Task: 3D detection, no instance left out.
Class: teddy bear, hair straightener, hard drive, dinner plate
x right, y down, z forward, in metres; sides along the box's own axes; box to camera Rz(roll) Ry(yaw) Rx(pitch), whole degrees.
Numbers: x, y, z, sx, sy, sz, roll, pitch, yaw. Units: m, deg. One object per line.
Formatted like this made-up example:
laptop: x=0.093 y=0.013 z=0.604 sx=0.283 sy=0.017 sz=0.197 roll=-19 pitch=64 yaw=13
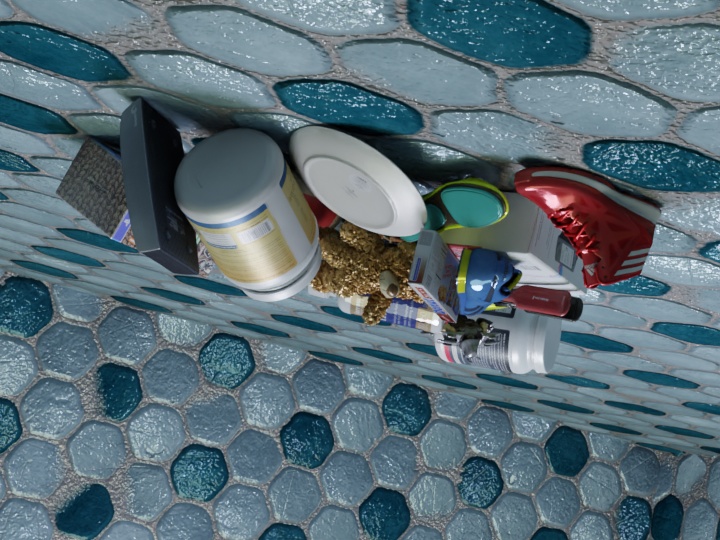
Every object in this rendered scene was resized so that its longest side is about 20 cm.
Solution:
teddy bear: x=0.000 y=0.000 z=1.649 sx=0.199 sy=0.146 sz=0.067 roll=29 pitch=-151 yaw=26
hair straightener: x=0.221 y=0.047 z=1.705 sx=0.199 sy=0.041 sz=0.077 roll=2 pitch=165 yaw=41
hard drive: x=-0.252 y=-0.100 z=1.538 sx=0.042 sy=0.201 sz=0.135 roll=-14 pitch=162 yaw=12
dinner plate: x=-0.009 y=-0.102 z=1.522 sx=0.199 sy=0.024 sz=0.200 roll=26 pitch=155 yaw=13

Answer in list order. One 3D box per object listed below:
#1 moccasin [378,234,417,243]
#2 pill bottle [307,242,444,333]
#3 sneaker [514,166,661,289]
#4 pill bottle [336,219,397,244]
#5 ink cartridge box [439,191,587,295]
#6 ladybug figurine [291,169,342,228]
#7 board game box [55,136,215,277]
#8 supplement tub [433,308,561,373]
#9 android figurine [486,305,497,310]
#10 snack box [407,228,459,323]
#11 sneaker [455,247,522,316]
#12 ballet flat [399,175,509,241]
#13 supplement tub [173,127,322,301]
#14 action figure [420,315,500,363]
moccasin: x=0.041 y=-0.076 z=1.685 sx=0.077 sy=0.074 sz=0.201 roll=2 pitch=177 yaw=11
pill bottle: x=0.031 y=0.016 z=1.758 sx=0.199 sy=0.112 sz=0.111 roll=12 pitch=169 yaw=7
sneaker: x=0.263 y=-0.045 z=1.446 sx=0.199 sy=0.116 sz=0.078 roll=16 pitch=169 yaw=-18
pill bottle: x=0.026 y=-0.015 z=1.897 sx=0.199 sy=0.107 sz=0.106 roll=19 pitch=168 yaw=-27
ink cartridge box: x=0.206 y=-0.036 z=1.638 sx=0.147 sy=0.086 sz=0.200 roll=6 pitch=168 yaw=32
ladybug figurine: x=-0.107 y=-0.096 z=1.727 sx=0.199 sy=0.072 sz=0.135 roll=22 pitch=166 yaw=-38
board game box: x=-0.307 y=-0.090 z=1.782 sx=0.159 sy=0.097 sz=0.200 roll=34 pitch=-175 yaw=40
supplement tub: x=0.240 y=0.104 z=2.157 sx=0.199 sy=0.141 sz=0.140 roll=9 pitch=168 yaw=22
android figurine: x=0.200 y=0.013 z=1.857 sx=0.199 sy=0.041 sz=0.182 roll=-9 pitch=157 yaw=5
snack box: x=0.102 y=0.010 z=1.592 sx=0.024 sy=0.072 sz=0.200 roll=10 pitch=167 yaw=19
sneaker: x=0.167 y=0.022 z=1.588 sx=0.078 sy=0.066 sz=0.200 roll=9 pitch=167 yaw=9
ballet flat: x=0.118 y=-0.086 z=1.530 sx=0.200 sy=0.067 sz=0.067 roll=-15 pitch=115 yaw=51
supplement tub: x=-0.138 y=-0.067 z=1.575 sx=0.144 sy=0.145 sz=0.200 roll=7 pitch=146 yaw=26
action figure: x=0.149 y=0.067 z=1.963 sx=0.130 sy=0.201 sz=0.069 roll=12 pitch=134 yaw=-35
